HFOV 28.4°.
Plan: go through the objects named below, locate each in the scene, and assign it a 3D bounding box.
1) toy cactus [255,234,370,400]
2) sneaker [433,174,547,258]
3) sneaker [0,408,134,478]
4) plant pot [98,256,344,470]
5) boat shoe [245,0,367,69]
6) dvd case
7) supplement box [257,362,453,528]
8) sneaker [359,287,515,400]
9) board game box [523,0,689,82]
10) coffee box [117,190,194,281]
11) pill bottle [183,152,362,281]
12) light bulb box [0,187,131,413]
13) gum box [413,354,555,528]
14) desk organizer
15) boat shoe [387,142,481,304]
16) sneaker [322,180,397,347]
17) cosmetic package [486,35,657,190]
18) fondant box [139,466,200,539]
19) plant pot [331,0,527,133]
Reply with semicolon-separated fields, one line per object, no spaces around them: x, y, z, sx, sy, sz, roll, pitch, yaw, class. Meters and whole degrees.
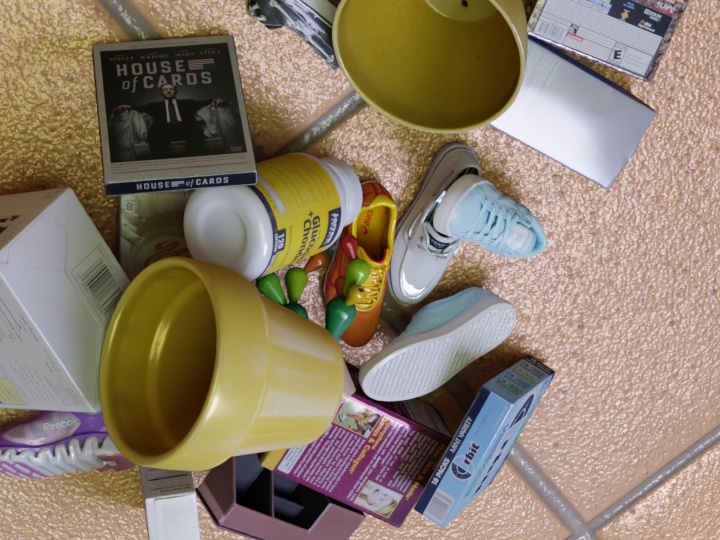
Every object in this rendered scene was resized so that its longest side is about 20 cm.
-0.057;0.068;1.548;0.200;0.102;0.165;-33;93;-9;toy cactus
0.152;-0.054;1.552;0.200;0.082;0.074;5;110;-61;sneaker
-0.348;0.185;1.620;0.199;0.089;0.081;-6;157;11;sneaker
-0.127;0.101;1.404;0.188;0.201;0.201;13;112;-43;plant pot
-0.084;-0.280;1.469;0.200;0.071;0.064;34;102;-24;boat shoe
-0.190;-0.160;1.435;0.150;0.201;0.025;-6;142;-10;dvd case
-0.010;0.194;1.672;0.200;0.103;0.131;29;103;-20;supplement box
0.078;0.082;1.636;0.199;0.082;0.074;-24;121;-18;sneaker
0.268;-0.327;1.506;0.159;0.097;0.201;18;108;-18;board game box
-0.208;-0.021;1.550;0.114;0.080;0.201;-1;113;-11;coffee box
-0.085;-0.062;1.493;0.112;0.200;0.113;11;111;32;pill bottle
-0.348;0.033;1.468;0.125;0.199;0.199;-49;123;-37;light bulb box
0.149;0.196;1.661;0.044;0.200;0.170;31;106;15;gum box
-0.092;0.276;1.674;0.200;0.072;0.077;29;102;-43;desk organizer
0.081;-0.046;1.606;0.073;0.067;0.201;11;110;-16;boat shoe
0.000;0.000;1.605;0.073;0.077;0.201;-1;115;-13;sneaker
0.213;-0.184;1.565;0.200;0.090;0.107;27;105;-24;cosmetic package
-0.217;0.262;1.606;0.058;0.200;0.145;-6;115;-9;fondant box
0.087;-0.262;1.456;0.199;0.142;0.201;13;136;13;plant pot
